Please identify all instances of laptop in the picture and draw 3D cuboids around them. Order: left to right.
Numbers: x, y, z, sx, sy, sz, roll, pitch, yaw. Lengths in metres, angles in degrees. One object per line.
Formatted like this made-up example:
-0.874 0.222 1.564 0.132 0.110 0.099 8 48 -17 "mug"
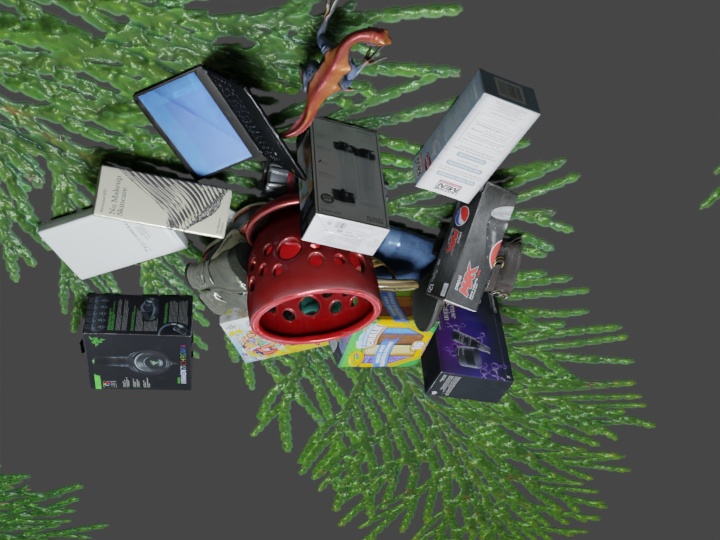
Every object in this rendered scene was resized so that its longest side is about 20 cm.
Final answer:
-0.199 -0.189 1.367 0.103 0.200 0.177 -44 132 -11 "laptop"

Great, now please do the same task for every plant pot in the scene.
-0.077 -0.005 1.465 0.199 0.183 0.201 -7 152 -4 "plant pot"

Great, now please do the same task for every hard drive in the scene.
-0.401 -0.056 1.576 0.199 0.027 0.132 -16 139 12 "hard drive"

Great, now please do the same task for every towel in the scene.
0.040 -0.035 1.632 0.199 0.049 0.112 16 137 -22 "towel"

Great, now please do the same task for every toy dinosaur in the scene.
-0.023 -0.261 1.274 0.105 0.201 0.181 18 180 -12 "toy dinosaur"

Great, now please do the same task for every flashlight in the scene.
-0.054 -0.133 1.498 0.199 0.068 0.068 6 -177 -19 "flashlight"

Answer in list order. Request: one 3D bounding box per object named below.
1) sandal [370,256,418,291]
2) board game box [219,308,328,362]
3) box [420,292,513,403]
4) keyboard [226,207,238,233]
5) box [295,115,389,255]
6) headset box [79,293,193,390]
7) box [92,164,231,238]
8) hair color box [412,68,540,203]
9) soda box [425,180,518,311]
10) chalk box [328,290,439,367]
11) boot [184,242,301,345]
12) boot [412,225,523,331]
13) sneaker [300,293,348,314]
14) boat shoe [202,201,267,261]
0.000 0.000 1.590 0.199 0.054 0.080 11 176 1 "sandal"
-0.143 0.102 1.786 0.199 0.034 0.135 -14 139 10 "board game box"
0.181 0.127 1.722 0.141 0.201 0.079 11 138 -19 "box"
-0.192 -0.063 1.603 0.056 0.011 0.200 -33 132 29 "keyboard"
-0.028 -0.126 1.399 0.116 0.201 0.060 11 139 -21 "box"
-0.404 0.131 1.747 0.199 0.093 0.174 3 139 -8 "headset box"
-0.303 -0.104 1.474 0.199 0.083 0.068 9 -177 -18 "box"
0.169 -0.197 1.444 0.099 0.061 0.200 16 135 -23 "hair color box"
0.177 -0.041 1.534 0.071 0.063 0.201 20 89 -28 "soda box"
0.012 0.085 1.682 0.199 0.125 0.124 2 134 -26 "chalk box"
-0.188 0.049 1.572 0.130 0.068 0.200 -22 112 35 "boot"
0.190 0.023 1.631 0.174 0.069 0.201 14 102 -34 "boot"
-0.091 0.052 1.622 0.071 0.080 0.200 16 180 -41 "sneaker"
-0.196 -0.041 1.576 0.071 0.063 0.200 28 134 -30 "boat shoe"
